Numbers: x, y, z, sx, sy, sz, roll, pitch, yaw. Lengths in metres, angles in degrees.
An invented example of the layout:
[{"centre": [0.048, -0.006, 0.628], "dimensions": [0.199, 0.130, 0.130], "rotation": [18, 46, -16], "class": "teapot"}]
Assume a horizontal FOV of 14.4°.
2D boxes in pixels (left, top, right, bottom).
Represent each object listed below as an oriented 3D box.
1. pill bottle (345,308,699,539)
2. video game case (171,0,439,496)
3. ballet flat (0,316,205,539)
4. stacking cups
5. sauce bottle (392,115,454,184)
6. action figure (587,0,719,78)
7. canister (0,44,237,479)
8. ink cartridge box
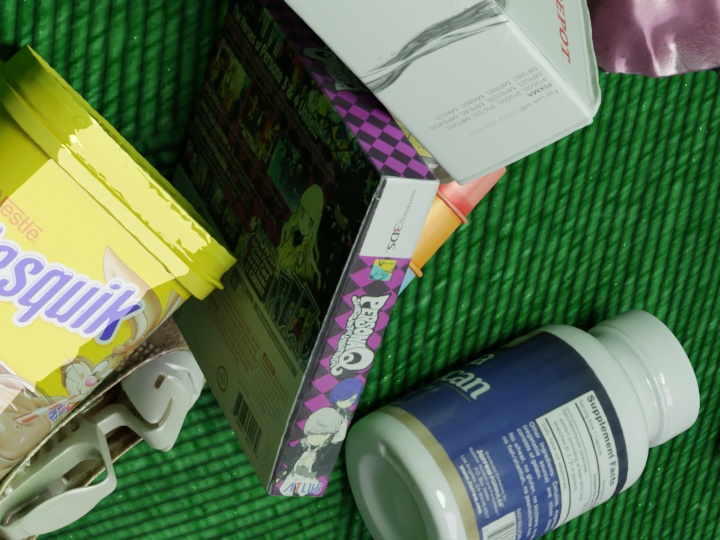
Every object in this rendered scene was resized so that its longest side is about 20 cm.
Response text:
[{"centre": [0.100, 0.099, 1.695], "dimensions": [0.200, 0.111, 0.111], "rotation": [-25, 137, -25], "class": "pill bottle"}, {"centre": [-0.039, -0.020, 1.391], "dimensions": [0.036, 0.200, 0.181], "rotation": [5, 120, -27], "class": "video game case"}, {"centre": [-0.135, 0.085, 1.504], "dimensions": [0.200, 0.065, 0.071], "rotation": [-41, 143, -7], "class": "ballet flat"}, {"centre": [0.000, 0.000, 1.560], "dimensions": [0.200, 0.061, 0.061], "rotation": [-49, 142, 0], "class": "stacking cups"}, {"centre": [0.054, -0.141, 1.479], "dimensions": [0.065, 0.065, 0.200], "rotation": [-6, 129, -39], "class": "sauce bottle"}, {"centre": [0.160, -0.200, 1.470], "dimensions": [0.134, 0.149, 0.200], "rotation": [-14, 120, -11], "class": "action figure"}, {"centre": [-0.179, 0.013, 1.363], "dimensions": [0.200, 0.087, 0.149], "rotation": [-44, 121, 1], "class": "canister"}, {"centre": [0.022, -0.159, 1.325], "dimensions": [0.085, 0.146, 0.200], "rotation": [-28, 131, 24], "class": "ink cartridge box"}]
